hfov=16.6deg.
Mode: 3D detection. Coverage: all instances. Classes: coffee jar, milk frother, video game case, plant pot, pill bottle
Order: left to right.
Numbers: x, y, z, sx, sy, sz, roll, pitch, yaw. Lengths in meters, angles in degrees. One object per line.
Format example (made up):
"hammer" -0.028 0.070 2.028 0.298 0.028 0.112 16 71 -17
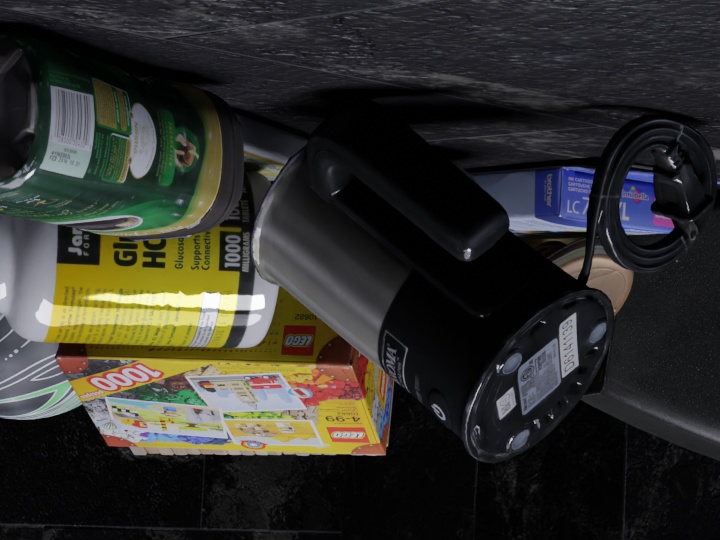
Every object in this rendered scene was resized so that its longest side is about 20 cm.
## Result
"coffee jar" -0.148 -0.067 1.284 0.104 0.086 0.200 -3 172 29
"pill bottle" -0.157 -0.010 1.527 0.199 0.113 0.112 2 176 -15
"video game case" -0.131 -0.079 1.537 0.182 0.023 0.200 1 174 23
"milk frother" 0.074 -0.029 1.418 0.200 0.181 0.188 -27 -127 -34
"plant pot" 0.260 0.042 1.795 0.177 0.201 0.200 9 176 -2

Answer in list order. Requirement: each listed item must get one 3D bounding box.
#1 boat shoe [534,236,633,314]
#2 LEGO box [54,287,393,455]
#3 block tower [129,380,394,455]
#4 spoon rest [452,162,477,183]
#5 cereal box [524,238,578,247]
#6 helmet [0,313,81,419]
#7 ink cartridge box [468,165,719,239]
"boat shoe" 0.134 0.009 1.762 0.072 0.072 0.200 14 153 -14
"LEGO box" -0.088 0.059 1.664 0.199 0.077 0.149 1 153 11
"block tower" -0.077 0.098 1.758 0.199 0.058 0.054 1 154 11
"spoon rest" 0.049 -0.020 1.645 0.099 0.061 0.200 18 162 16
"cereal box" 0.054 -0.010 1.890 0.144 0.040 0.200 -6 175 -43
"helmet" -0.241 0.010 1.806 0.190 0.200 0.200 20 -176 28
"ink cartridge box" 0.136 -0.046 1.690 0.119 0.042 0.200 6 173 -37
